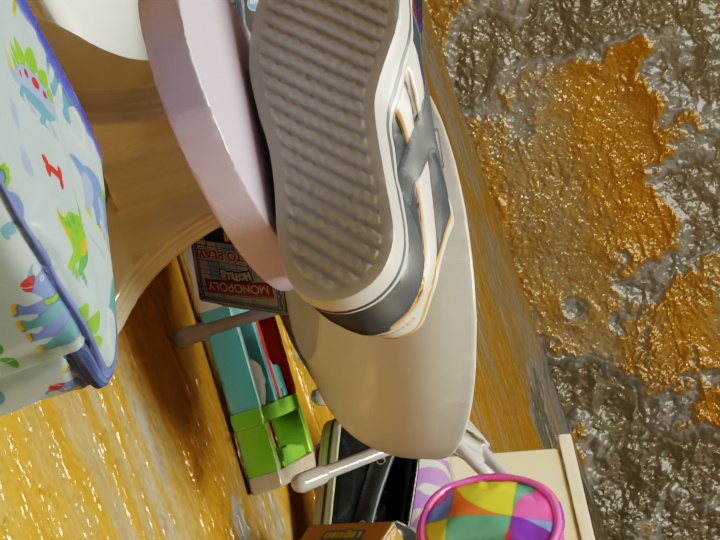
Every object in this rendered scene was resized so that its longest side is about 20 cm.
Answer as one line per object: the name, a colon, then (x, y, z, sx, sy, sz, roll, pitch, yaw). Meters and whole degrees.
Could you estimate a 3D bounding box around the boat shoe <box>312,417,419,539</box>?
boat shoe: (0.007, 0.176, 1.533, 0.075, 0.062, 0.201, 64, 24, -54)

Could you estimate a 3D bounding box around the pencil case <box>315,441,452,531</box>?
pencil case: (0.027, 0.186, 1.615, 0.084, 0.085, 0.201, 97, -17, -55)

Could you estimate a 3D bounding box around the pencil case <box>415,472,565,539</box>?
pencil case: (0.082, 0.204, 1.366, 0.089, 0.088, 0.201, -95, 174, -54)

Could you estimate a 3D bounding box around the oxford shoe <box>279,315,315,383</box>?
oxford shoe: (-0.034, 0.007, 1.533, 0.075, 0.070, 0.201, 5, 58, -64)

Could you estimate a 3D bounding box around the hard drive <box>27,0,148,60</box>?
hard drive: (-0.127, -0.153, 1.313, 0.200, 0.027, 0.132, 64, 39, -49)

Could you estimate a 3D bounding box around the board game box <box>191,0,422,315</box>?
board game box: (-0.038, -0.086, 1.401, 0.200, 0.061, 0.201, -22, 116, -57)

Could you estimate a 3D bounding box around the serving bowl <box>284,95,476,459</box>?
serving bowl: (0.000, 0.000, 1.291, 0.200, 0.065, 0.201, 174, -90, -77)

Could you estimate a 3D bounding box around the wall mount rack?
wall mount rack: (-0.006, 0.074, 1.403, 0.200, 0.075, 0.174, 47, 8, 31)

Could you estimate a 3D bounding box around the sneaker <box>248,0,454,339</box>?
sneaker: (-0.003, -0.062, 1.151, 0.079, 0.078, 0.201, 46, 39, -58)

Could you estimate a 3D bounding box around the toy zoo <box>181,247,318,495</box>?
toy zoo: (-0.072, 0.028, 1.503, 0.131, 0.020, 0.201, -4, 77, -82)

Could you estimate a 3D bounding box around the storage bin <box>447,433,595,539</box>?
storage bin: (0.097, 0.250, 1.715, 0.199, 0.093, 0.201, 106, -23, -54)

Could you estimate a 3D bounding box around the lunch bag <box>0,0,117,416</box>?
lunch bag: (-0.155, -0.055, 0.933, 0.200, 0.082, 0.161, 66, 8, -47)

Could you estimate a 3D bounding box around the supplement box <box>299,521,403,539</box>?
supplement box: (0.025, 0.235, 1.448, 0.200, 0.066, 0.069, 60, 43, -30)

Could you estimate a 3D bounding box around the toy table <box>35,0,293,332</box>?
toy table: (-0.098, -0.047, 1.155, 0.200, 0.117, 0.184, 62, 14, -49)
